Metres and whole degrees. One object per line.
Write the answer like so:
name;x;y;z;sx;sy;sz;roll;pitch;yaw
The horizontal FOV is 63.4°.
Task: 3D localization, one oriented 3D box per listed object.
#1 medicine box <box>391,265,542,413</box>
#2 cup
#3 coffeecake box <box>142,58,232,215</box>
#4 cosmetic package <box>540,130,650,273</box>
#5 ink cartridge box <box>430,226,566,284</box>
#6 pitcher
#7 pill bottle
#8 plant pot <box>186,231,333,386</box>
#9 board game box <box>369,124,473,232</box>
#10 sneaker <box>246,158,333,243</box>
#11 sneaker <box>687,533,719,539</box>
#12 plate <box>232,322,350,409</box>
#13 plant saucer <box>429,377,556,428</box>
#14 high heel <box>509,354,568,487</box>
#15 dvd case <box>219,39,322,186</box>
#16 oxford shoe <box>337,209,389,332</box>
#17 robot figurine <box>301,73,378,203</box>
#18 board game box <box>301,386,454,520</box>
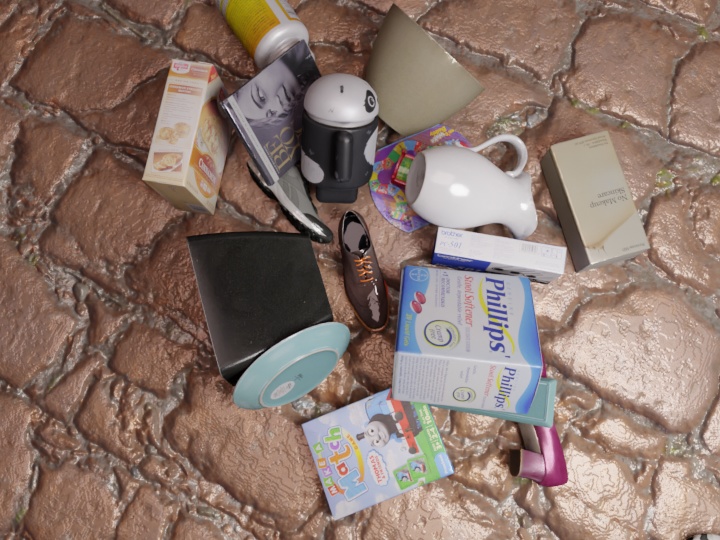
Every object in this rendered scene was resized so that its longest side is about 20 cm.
medicine box;0.151;0.096;0.858;0.196;0.104;0.184;5;41;5
cup;0.084;-0.310;0.958;0.201;0.200;0.144;46;110;11
coffeecake box;-0.276;-0.214;0.965;0.072;0.154;0.204;9;80;5
cosmetic package;0.375;-0.110;0.945;0.102;0.073;0.204;-16;77;0
ink cartridge box;0.214;-0.022;0.926;0.196;0.094;0.045;10;80;5
pitcher;0.176;-0.147;0.915;0.196;0.121;0.175;10;73;-17
pill bottle;-0.164;-0.428;1.023;0.108;0.109;0.202;-33;78;-3
plant pot;-0.145;0.046;0.896;0.174;0.200;0.203;-17;78;-12
board game box;0.111;-0.166;0.988;0.197;0.039;0.160;-22;78;-2
sneaker;-0.108;-0.129;0.981;0.079;0.074;0.201;-38;79;-9
sneaker;0.501;0.478;0.829;0.078;0.074;0.204;6;74;19
plate;-0.093;0.151;0.858;0.199;0.201;0.026;-36;65;-4
plant saucer;0.193;0.186;0.888;0.197;0.019;0.071;4;78;27
high heel;0.283;0.225;0.902;0.095;0.067;0.204;15;78;-18
dvd case;-0.121;-0.258;0.947;0.016;0.150;0.201;7;46;44
oxford shoe;0.000;0.000;0.946;0.070;0.073;0.203;-17;78;-1
robot figurine;-0.032;-0.208;0.931;0.124;0.203;0.149;-26;46;-36
board game box;0.026;0.273;0.902;0.197;0.037;0.154;-23;78;5
